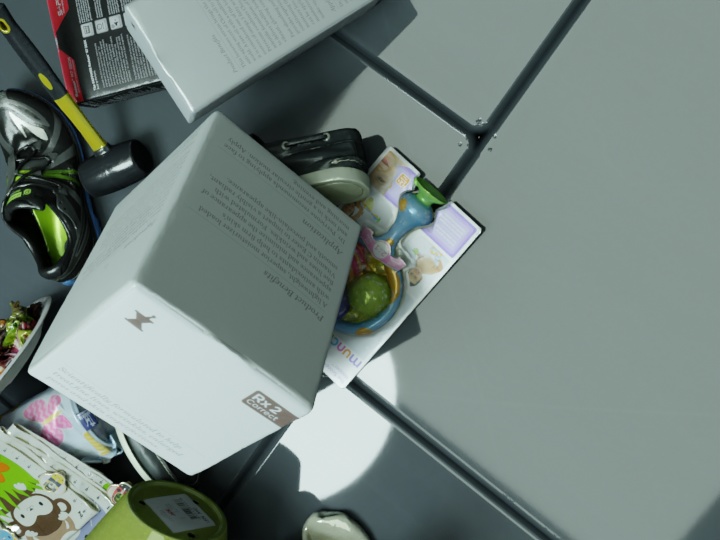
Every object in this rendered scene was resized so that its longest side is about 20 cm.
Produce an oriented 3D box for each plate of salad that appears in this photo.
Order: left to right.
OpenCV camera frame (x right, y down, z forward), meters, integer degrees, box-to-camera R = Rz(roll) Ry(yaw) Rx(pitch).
[{"bbox_3d":[-0.364,0.095,0.890,0.200,0.200,0.048,-41,111,14],"label":"plate of salad"}]

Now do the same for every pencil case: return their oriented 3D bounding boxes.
[{"bbox_3d":[-0.324,0.176,0.940,0.199,0.083,0.091,-28,101,15],"label":"pencil case"}]

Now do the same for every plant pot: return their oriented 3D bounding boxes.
[{"bbox_3d":[-0.197,0.297,0.856,0.187,0.187,0.201,25,103,11],"label":"plant pot"}]

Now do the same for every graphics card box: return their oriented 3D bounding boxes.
[{"bbox_3d":[-0.187,-0.234,0.890,0.199,0.051,0.126,-11,92,16],"label":"graphics card box"}]

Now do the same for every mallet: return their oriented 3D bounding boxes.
[{"bbox_3d":[-0.278,-0.150,0.879,0.066,0.041,0.200,-27,122,21],"label":"mallet"}]

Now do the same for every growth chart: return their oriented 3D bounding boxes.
[{"bbox_3d":[-0.307,0.215,0.903,0.200,0.018,0.145,31,112,-12],"label":"growth chart"}]

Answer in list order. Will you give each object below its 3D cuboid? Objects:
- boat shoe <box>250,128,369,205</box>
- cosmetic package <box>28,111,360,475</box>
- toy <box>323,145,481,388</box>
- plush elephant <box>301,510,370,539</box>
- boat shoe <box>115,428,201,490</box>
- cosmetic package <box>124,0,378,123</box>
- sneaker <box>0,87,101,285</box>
[{"bbox_3d":[-0.085,-0.091,0.859,0.199,0.074,0.066,-7,71,27],"label":"boat shoe"},{"bbox_3d":[-0.125,0.021,0.769,0.165,0.200,0.165,39,132,-22],"label":"cosmetic package"},{"bbox_3d":[0.000,0.000,0.860,0.115,0.047,0.200,43,102,10],"label":"toy"},{"bbox_3d":[-0.055,0.301,0.851,0.155,0.200,0.165,40,90,31],"label":"plush elephant"},{"bbox_3d":[-0.191,0.118,0.905,0.066,0.074,0.200,-29,77,26],"label":"boat shoe"},{"bbox_3d":[-0.087,-0.222,0.809,0.200,0.071,0.102,-34,97,-10],"label":"cosmetic package"},{"bbox_3d":[-0.305,-0.082,0.915,0.070,0.083,0.200,-19,89,15],"label":"sneaker"}]
